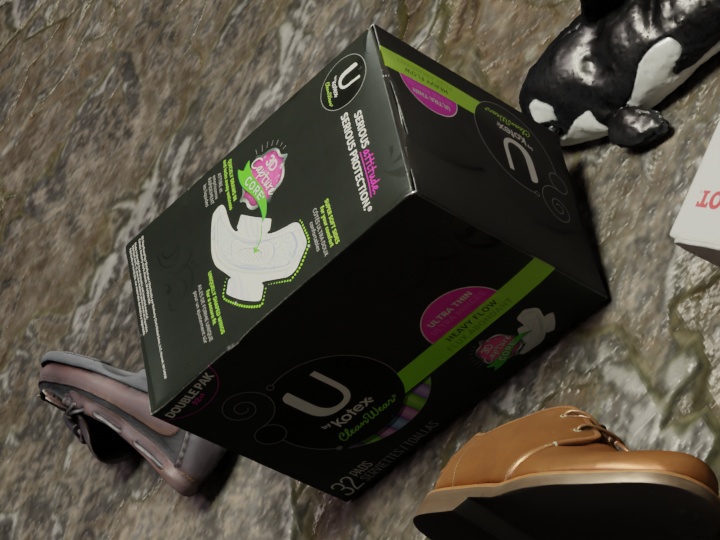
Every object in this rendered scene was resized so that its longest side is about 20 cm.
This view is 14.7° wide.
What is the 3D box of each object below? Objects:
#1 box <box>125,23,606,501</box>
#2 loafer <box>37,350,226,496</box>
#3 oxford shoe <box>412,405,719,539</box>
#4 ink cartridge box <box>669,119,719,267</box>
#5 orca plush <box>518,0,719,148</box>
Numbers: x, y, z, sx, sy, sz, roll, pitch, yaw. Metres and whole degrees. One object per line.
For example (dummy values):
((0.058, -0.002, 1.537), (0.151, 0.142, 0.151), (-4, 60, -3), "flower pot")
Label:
((0.000, 0.000, 1.459), (0.200, 0.148, 0.124), (-40, 43, 28), "box")
((-0.145, 0.091, 1.681), (0.200, 0.072, 0.063), (8, 72, 55), "loafer")
((0.100, 0.093, 1.315), (0.200, 0.071, 0.071), (-7, 50, 55), "oxford shoe")
((0.239, -0.081, 1.234), (0.145, 0.084, 0.200), (13, 77, 65), "ink cartridge box")
((0.146, -0.126, 1.455), (0.200, 0.071, 0.105), (-14, 50, 50), "orca plush")
